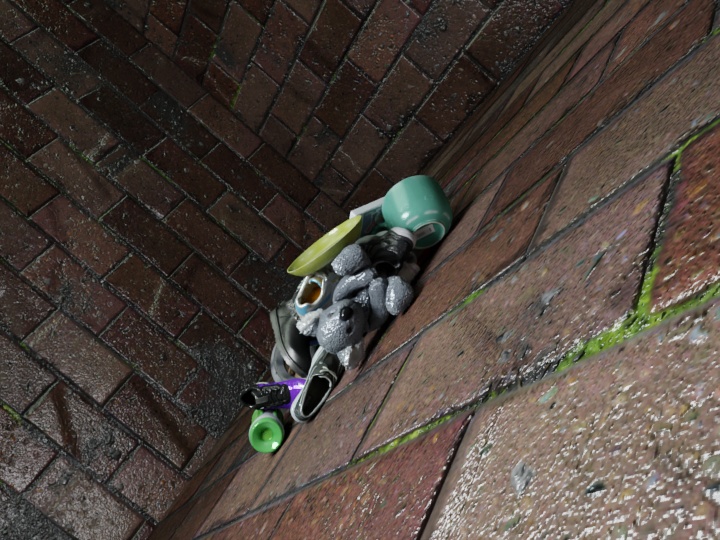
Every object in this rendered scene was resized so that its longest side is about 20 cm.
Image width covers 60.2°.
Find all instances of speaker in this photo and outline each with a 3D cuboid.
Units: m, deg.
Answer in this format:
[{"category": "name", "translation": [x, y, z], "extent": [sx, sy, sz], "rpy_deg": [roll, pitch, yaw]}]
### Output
[{"category": "speaker", "translation": [-0.225, 0.378, 1.499], "extent": [0.089, 0.088, 0.200], "rpy_deg": [-51, 5, -6]}]

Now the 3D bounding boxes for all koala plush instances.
[{"category": "koala plush", "translation": [-0.018, 0.091, 1.271], "extent": [0.201, 0.176, 0.184], "rpy_deg": [-53, -6, -23]}]

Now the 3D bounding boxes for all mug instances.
[{"category": "mug", "translation": [0.128, -0.110, 1.425], "extent": [0.186, 0.149, 0.116], "rpy_deg": [-61, 38, 41]}]

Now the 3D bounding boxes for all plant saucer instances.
[{"category": "plant saucer", "translation": [-0.070, -0.047, 1.334], "extent": [0.198, 0.031, 0.200], "rpy_deg": [-35, 13, 9]}]

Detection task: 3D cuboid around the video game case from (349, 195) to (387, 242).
[{"category": "video game case", "translation": [0.045, -0.098, 1.508], "extent": [0.198, 0.023, 0.184], "rpy_deg": [-27, -36, -33]}]

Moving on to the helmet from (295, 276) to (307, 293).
[{"category": "helmet", "translation": [-0.086, 0.090, 1.678], "extent": [0.201, 0.190, 0.200], "rpy_deg": [-50, 5, 6]}]

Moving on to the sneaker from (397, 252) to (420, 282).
[{"category": "sneaker", "translation": [0.085, -0.006, 1.455], "extent": [0.100, 0.075, 0.200], "rpy_deg": [-44, 24, 2]}]

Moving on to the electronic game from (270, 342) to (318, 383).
[{"category": "electronic game", "translation": [-0.139, 0.209, 1.546], "extent": [0.201, 0.199, 0.042], "rpy_deg": [-52, -40, -7]}]

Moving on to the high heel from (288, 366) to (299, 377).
[{"category": "high heel", "translation": [-0.170, 0.280, 1.732], "extent": [0.143, 0.070, 0.203], "rpy_deg": [106, -174, -86]}]

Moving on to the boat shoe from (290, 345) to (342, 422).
[{"category": "boat shoe", "translation": [-0.079, 0.237, 1.343], "extent": [0.071, 0.071, 0.202], "rpy_deg": [-23, 37, 61]}]

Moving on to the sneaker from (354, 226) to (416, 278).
[{"category": "sneaker", "translation": [0.031, -0.021, 1.380], "extent": [0.198, 0.075, 0.115], "rpy_deg": [-20, 35, 46]}]

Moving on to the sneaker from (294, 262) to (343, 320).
[{"category": "sneaker", "translation": [-0.073, 0.021, 1.356], "extent": [0.202, 0.075, 0.081], "rpy_deg": [-61, -24, -22]}]

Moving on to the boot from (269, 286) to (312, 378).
[{"category": "boot", "translation": [-0.119, 0.121, 1.417], "extent": [0.157, 0.079, 0.213], "rpy_deg": [-36, 51, 11]}]

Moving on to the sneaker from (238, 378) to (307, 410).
[{"category": "sneaker", "translation": [-0.203, 0.298, 1.459], "extent": [0.197, 0.071, 0.099], "rpy_deg": [-12, -7, 28]}]

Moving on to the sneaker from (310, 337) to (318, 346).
[{"category": "sneaker", "translation": [-0.063, 0.128, 1.474], "extent": [0.196, 0.085, 0.071], "rpy_deg": [-12, -2, 15]}]

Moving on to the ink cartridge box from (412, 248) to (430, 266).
[{"category": "ink cartridge box", "translation": [0.097, -0.003, 1.546], "extent": [0.201, 0.043, 0.174], "rpy_deg": [-50, 3, 15]}]
